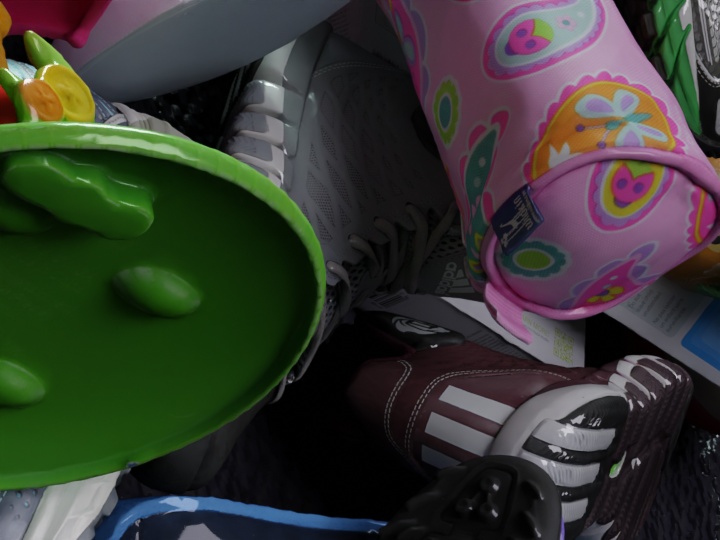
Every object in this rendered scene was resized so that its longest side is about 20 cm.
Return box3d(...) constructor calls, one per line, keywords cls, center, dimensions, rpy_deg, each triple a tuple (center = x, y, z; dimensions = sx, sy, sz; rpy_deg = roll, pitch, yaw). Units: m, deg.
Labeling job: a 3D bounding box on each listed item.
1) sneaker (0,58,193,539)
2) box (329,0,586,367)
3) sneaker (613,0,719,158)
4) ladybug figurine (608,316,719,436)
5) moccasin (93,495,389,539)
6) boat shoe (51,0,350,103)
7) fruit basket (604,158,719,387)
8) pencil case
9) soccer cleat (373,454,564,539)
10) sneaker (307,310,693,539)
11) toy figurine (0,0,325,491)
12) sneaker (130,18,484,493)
box3d(cls="sneaker", center=(-0.112, 0.021, 0.719), dimensions=(0.086, 0.078, 0.200), rpy_deg=(32, 43, -23))
box3d(cls="box", center=(0.035, -0.065, 0.960), dimensions=(0.144, 0.036, 0.200), rpy_deg=(33, 52, -39))
box3d(cls="sneaker", center=(0.126, -0.137, 0.829), dimensions=(0.078, 0.085, 0.201), rpy_deg=(66, 27, -89))
box3d(cls="ladybug figurine", center=(0.142, -0.016, 1.040), dimensions=(0.136, 0.072, 0.201), rpy_deg=(3, 72, -50))
box3d(cls="moccasin", center=(-0.011, 0.118, 0.799), dimensions=(0.200, 0.080, 0.068), rpy_deg=(11, 71, -34))
box3d(cls="boat shoe", center=(-0.023, -0.123, 0.762), dimensions=(0.074, 0.199, 0.068), rpy_deg=(2, 58, -57))
box3d(cls="fruit basket", center=(0.132, -0.067, 0.908), dimensions=(0.200, 0.094, 0.185), rpy_deg=(33, 92, -28))
box3d(cls="pencil case", center=(0.045, -0.075, 0.801), dimensions=(0.087, 0.087, 0.200), rpy_deg=(24, 36, -44))
box3d(cls="soccer cleat", center=(0.021, 0.153, 0.738), dimensions=(0.073, 0.068, 0.200), rpy_deg=(42, 59, -46))
box3d(cls="sneaker", center=(0.048, 0.047, 0.890), dimensions=(0.076, 0.115, 0.200), rpy_deg=(-68, 162, 0))
box3d(cls="toy figurine", center=(-0.113, -0.068, 0.628), dimensions=(0.200, 0.150, 0.184), rpy_deg=(31, 37, -46))
box3d(cls="sneaker", center=(0.000, 0.000, 0.802), dimensions=(0.115, 0.075, 0.200), rpy_deg=(22, 50, -8))
